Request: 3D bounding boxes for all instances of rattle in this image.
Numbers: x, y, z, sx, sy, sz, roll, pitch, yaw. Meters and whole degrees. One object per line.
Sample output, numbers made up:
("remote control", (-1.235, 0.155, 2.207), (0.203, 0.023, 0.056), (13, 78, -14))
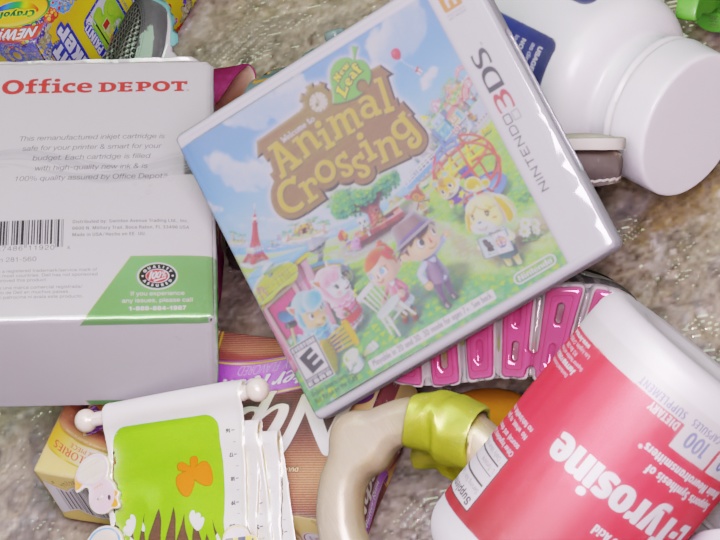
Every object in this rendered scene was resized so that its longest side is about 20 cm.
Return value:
("rattle", (0.051, 0.170, 1.648), (0.129, 0.143, 0.201), (-13, 84, 4))

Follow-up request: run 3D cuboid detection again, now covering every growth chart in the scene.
("growth chart", (-0.093, 0.158, 1.671), (0.144, 0.018, 0.201), (-20, 71, 21))

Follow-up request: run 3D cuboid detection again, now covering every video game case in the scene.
("video game case", (0.019, -0.044, 1.644), (0.199, 0.022, 0.183), (-31, 80, 18))

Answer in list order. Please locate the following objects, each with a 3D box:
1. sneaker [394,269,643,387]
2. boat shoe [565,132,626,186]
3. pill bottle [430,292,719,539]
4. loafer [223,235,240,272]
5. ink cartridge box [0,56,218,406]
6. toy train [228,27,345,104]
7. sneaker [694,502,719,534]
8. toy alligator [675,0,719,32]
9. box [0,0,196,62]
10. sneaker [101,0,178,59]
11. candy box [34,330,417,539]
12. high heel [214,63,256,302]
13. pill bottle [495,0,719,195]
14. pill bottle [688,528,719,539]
("sneaker", (0.072, 0.027, 1.689), (0.199, 0.087, 0.074), (4, 96, 13))
("boat shoe", (0.056, -0.041, 1.706), (0.199, 0.072, 0.060), (-8, 88, 7))
("pill bottle", (0.109, 0.120, 1.518), (0.200, 0.112, 0.112), (-52, 48, 7))
("loafer", (0.000, 0.000, 1.789), (0.199, 0.071, 0.073), (27, 32, 27))
("ink cartridge box", (-0.156, -0.024, 1.752), (0.145, 0.085, 0.201), (-1, 50, -2))
("toy train", (0.003, -0.103, 1.755), (0.114, 0.086, 0.199), (-20, 8, -39))
("sneaker", (0.176, 0.106, 1.595), (0.199, 0.100, 0.078), (11, 58, 29))
("toy alligator", (0.243, -0.207, 1.856), (0.059, 0.054, 0.200), (11, 49, 26))
("box", (-0.230, -0.198, 1.999), (0.199, 0.122, 0.193), (10, 59, 29))
("sneaker", (-0.186, -0.091, 1.867), (0.201, 0.091, 0.078), (-62, 21, -3))
("candy box", (-0.078, 0.098, 1.738), (0.199, 0.057, 0.117), (7, 56, 28))
("high heel", (-0.093, -0.056, 1.858), (0.096, 0.067, 0.200), (-32, 43, 10))
("pill bottle", (0.126, -0.124, 1.790), (0.200, 0.120, 0.120), (31, 69, 38))
("pill bottle", (0.171, 0.236, 1.478), (0.119, 0.120, 0.201), (8, 57, 28))
